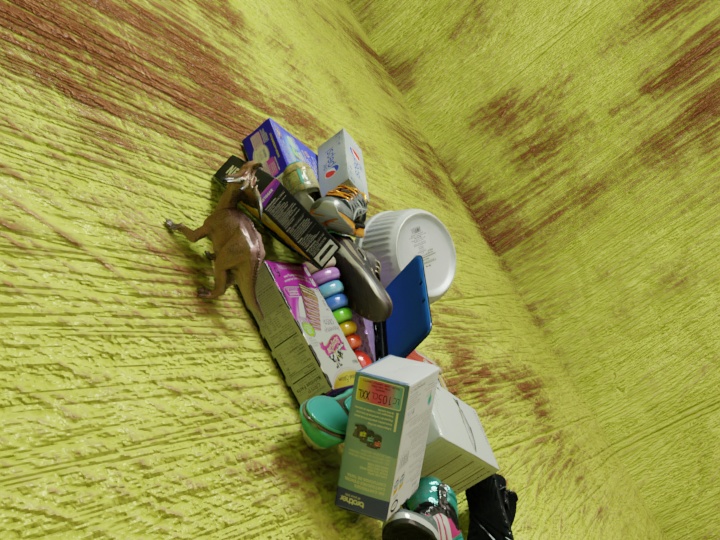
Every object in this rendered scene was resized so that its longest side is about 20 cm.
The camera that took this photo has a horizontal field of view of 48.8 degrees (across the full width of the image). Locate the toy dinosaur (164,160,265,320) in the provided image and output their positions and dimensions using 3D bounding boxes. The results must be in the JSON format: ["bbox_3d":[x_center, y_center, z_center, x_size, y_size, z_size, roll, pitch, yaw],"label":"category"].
[{"bbox_3d":[-0.156,-0.043,1.010,0.202,0.135,0.086,63,19,19],"label":"toy dinosaur"}]

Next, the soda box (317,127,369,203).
[{"bbox_3d":[-0.034,-0.176,1.442,0.063,0.068,0.201,46,20,-30],"label":"soda box"}]

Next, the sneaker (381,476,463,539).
[{"bbox_3d":[0.084,0.333,1.077,0.200,0.083,0.122,51,21,-43],"label":"sneaker"}]

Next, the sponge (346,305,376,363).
[{"bbox_3d":[0.003,0.065,1.364,0.201,0.029,0.113,-87,163,-64],"label":"sponge"}]

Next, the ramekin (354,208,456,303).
[{"bbox_3d":[0.091,-0.021,1.503,0.198,0.104,0.204,9,75,-37],"label":"ramekin"}]

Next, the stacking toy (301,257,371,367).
[{"bbox_3d":[-0.037,0.081,1.220,0.202,0.085,0.085,63,18,9],"label":"stacking toy"}]

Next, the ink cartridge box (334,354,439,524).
[{"bbox_3d":[0.033,0.221,0.997,0.136,0.075,0.204,-7,106,-69],"label":"ink cartridge box"}]

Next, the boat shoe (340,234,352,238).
[{"bbox_3d":[-0.050,0.005,1.356,0.056,0.069,0.201,16,35,-8],"label":"boat shoe"}]

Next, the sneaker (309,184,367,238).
[{"bbox_3d":[-0.031,-0.101,1.270,0.077,0.079,0.200,15,0,9],"label":"sneaker"}]

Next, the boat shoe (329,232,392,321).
[{"bbox_3d":[0.000,0.000,1.262,0.072,0.075,0.200,-14,48,-31],"label":"boat shoe"}]

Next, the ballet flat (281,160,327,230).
[{"bbox_3d":[-0.086,-0.096,1.313,0.201,0.070,0.071,77,-9,-57],"label":"ballet flat"}]

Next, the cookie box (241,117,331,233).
[{"bbox_3d":[-0.109,-0.152,1.436,0.199,0.075,0.173,32,29,-53],"label":"cookie box"}]

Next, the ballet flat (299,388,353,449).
[{"bbox_3d":[-0.035,0.198,1.019,0.068,0.070,0.199,49,17,17],"label":"ballet flat"}]

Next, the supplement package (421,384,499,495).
[{"bbox_3d":[0.108,0.260,1.221,0.200,0.117,0.118,37,24,-48],"label":"supplement package"}]

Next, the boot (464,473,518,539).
[{"bbox_3d":[0.223,0.423,1.307,0.168,0.075,0.203,49,30,-58],"label":"boot"}]

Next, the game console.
[{"bbox_3d":[0.087,0.109,1.357,0.202,0.117,0.172,-91,159,-51],"label":"game console"}]

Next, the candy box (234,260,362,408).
[{"bbox_3d":[-0.080,0.087,1.113,0.202,0.061,0.136,61,18,12],"label":"candy box"}]

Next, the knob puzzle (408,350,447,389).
[{"bbox_3d":[0.136,0.221,1.518,0.220,0.030,0.221,49,19,-23],"label":"knob puzzle"}]

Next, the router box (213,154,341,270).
[{"bbox_3d":[-0.127,-0.090,1.179,0.149,0.051,0.200,46,-7,-30],"label":"router box"}]
